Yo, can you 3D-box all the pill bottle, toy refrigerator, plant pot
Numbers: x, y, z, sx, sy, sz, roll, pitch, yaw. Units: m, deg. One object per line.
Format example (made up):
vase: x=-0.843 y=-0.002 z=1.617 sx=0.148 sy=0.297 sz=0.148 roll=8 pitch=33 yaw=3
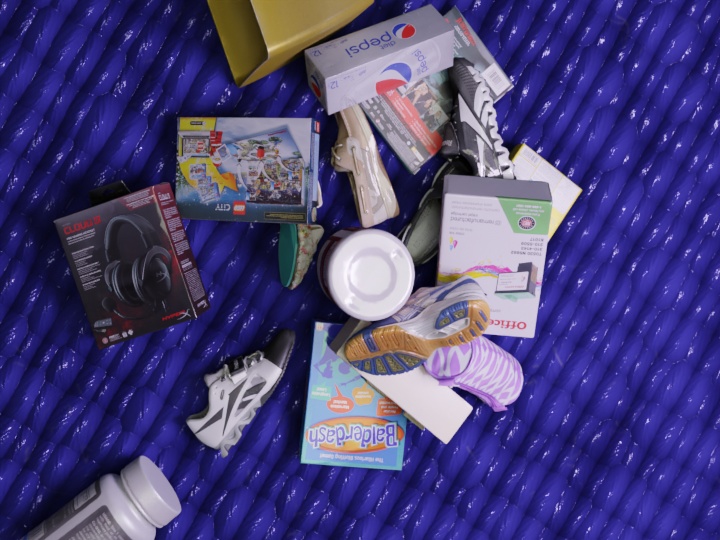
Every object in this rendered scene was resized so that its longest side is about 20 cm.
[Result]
pill bottle: x=-0.349 y=0.349 z=1.236 sx=0.199 sy=0.114 sz=0.115 roll=-36 pitch=98 yaw=-5
toy refrigerator: x=0.052 y=0.149 z=1.260 sx=0.199 sy=0.076 sz=0.070 roll=39 pitch=86 yaw=-10
pill bottle: x=0.000 y=0.000 z=1.225 sx=0.112 sy=0.200 sz=0.117 roll=-1 pitch=94 yaw=-8
plant pot: x=-0.097 y=-0.380 z=1.201 sx=0.174 sy=0.200 sz=0.203 roll=-21 pitch=96 yaw=-18

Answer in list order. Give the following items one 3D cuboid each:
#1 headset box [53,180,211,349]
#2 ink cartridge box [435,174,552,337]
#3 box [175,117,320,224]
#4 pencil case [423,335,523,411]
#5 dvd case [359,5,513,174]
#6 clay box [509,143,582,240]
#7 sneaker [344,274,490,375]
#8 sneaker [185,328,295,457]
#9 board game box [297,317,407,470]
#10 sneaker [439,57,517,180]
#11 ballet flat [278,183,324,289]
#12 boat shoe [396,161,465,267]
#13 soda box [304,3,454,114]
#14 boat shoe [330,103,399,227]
headset box: x=-0.305 y=-0.017 z=1.225 sx=0.146 sy=0.077 sz=0.203 roll=-16 pitch=97 yaw=8
ink cartridge box: x=0.176 y=-0.018 z=1.247 sx=0.142 sy=0.084 sz=0.203 roll=4 pitch=115 yaw=4
box: x=-0.154 y=-0.135 z=1.236 sx=0.196 sy=0.038 sz=0.139 roll=4 pitch=94 yaw=17
pencil case: x=0.159 y=0.135 z=1.264 sx=0.083 sy=0.199 sz=0.087 roll=-16 pitch=66 yaw=28
dvd case: x=0.104 y=-0.259 z=1.317 sx=0.199 sy=0.022 sz=0.147 roll=-41 pitch=98 yaw=-4
clay box: x=0.219 y=-0.068 z=1.332 sx=0.114 sy=0.048 sz=0.201 roll=35 pitch=89 yaw=-9
sneaker: x=0.073 y=0.070 z=1.193 sx=0.197 sy=0.089 sz=0.076 roll=-19 pitch=122 yaw=10
sneaker: x=-0.168 y=0.154 z=1.272 sx=0.088 sy=0.074 sz=0.201 roll=36 pitch=87 yaw=-11
board game box: x=-0.005 y=0.177 z=1.313 sx=0.149 sy=0.045 sz=0.204 roll=5 pitch=93 yaw=-10
sneaker: x=0.146 y=-0.196 z=1.272 sx=0.089 sy=0.066 sz=0.203 roll=-18 pitch=87 yaw=-12
ballet flat: x=-0.082 y=-0.077 z=1.277 sx=0.063 sy=0.075 sz=0.204 roll=-5 pitch=98 yaw=-26
boat shoe: x=0.120 y=-0.087 z=1.309 sx=0.075 sy=0.060 sz=0.202 roll=32 pitch=88 yaw=-8
soda box: x=0.027 y=-0.286 z=1.236 sx=0.197 sy=0.064 sz=0.069 roll=-24 pitch=55 yaw=-15
boat shoe: x=-0.009 y=-0.160 z=1.282 sx=0.064 sy=0.072 sz=0.203 roll=-23 pitch=100 yaw=-5
